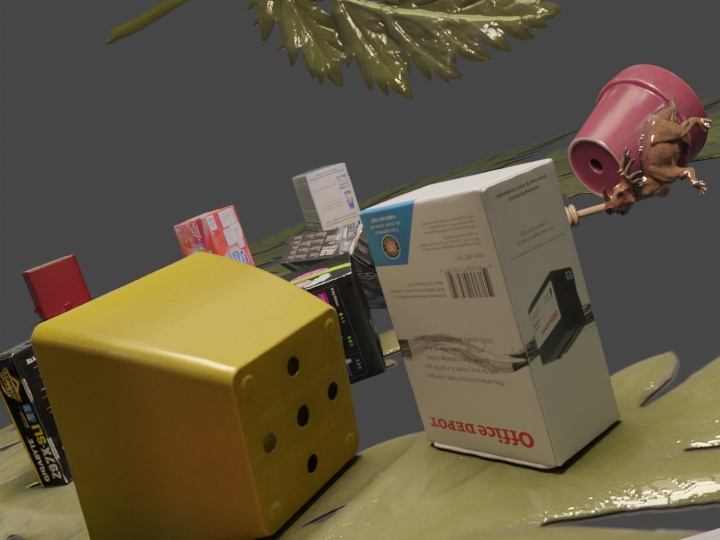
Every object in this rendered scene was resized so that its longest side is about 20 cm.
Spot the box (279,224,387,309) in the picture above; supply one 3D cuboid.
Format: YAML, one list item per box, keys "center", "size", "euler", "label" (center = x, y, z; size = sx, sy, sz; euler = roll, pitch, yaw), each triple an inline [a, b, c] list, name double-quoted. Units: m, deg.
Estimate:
- center: [0.000, 0.000, 1.093]
  size: [0.199, 0.157, 0.050]
  euler: [-4, 60, 56]
  label: "box"

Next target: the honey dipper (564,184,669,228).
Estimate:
- center: [0.393, -0.104, 1.228]
  size: [0.198, 0.038, 0.038]
  euler: [-18, 10, 3]
  label: "honey dipper"

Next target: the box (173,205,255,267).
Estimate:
- center: [-0.294, -0.022, 1.620]
  size: [0.094, 0.202, 0.102]
  euler: [-12, 12, 33]
  label: "box"

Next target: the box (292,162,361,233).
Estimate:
- center: [-0.075, -0.151, 1.895]
  size: [0.104, 0.202, 0.184]
  euler: [-20, 10, -13]
  label: "box"

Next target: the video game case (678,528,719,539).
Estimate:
- center: [0.229, 0.137, 0.290]
  size: [0.198, 0.022, 0.182]
  euler: [-18, 10, 6]
  label: "video game case"

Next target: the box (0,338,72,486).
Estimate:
- center: [-0.336, 0.141, 0.948]
  size: [0.049, 0.161, 0.200]
  euler: [-13, 12, 27]
  label: "box"

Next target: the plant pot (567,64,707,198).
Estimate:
- center: [0.470, -0.227, 1.355]
  size: [0.179, 0.201, 0.200]
  euler: [-40, 16, -18]
  label: "plant pot"

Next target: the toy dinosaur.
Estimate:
- center: [0.447, -0.181, 1.172]
  size: [0.134, 0.203, 0.086]
  euler: [10, -6, -6]
  label: "toy dinosaur"

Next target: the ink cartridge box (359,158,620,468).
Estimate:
- center: [0.095, 0.032, 0.590]
  size: [0.083, 0.202, 0.144]
  euler: [-23, 10, -33]
  label: "ink cartridge box"

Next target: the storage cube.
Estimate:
- center: [-1.095, 0.059, 2.781]
  size: [0.198, 0.182, 0.170]
  euler: [-23, 11, -28]
  label: "storage cube"

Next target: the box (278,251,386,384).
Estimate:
- center: [-0.083, 0.077, 0.912]
  size: [0.198, 0.126, 0.149]
  euler: [-20, 10, 1]
  label: "box"

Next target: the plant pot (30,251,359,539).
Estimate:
- center: [-0.114, 0.109, 0.645]
  size: [0.175, 0.202, 0.199]
  euler: [1, 20, 34]
  label: "plant pot"
